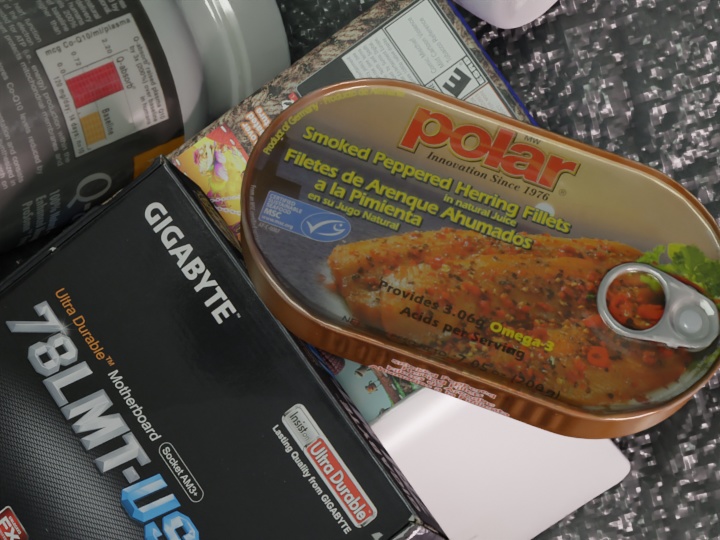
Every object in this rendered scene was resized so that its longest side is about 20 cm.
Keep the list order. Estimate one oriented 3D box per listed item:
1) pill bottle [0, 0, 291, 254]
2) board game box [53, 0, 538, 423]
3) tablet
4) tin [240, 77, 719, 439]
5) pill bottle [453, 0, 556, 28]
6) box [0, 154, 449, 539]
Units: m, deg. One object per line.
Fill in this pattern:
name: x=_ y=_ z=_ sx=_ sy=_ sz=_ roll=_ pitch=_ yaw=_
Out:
pill bottle: x=-0.138 y=-0.078 z=1.045 sx=0.200 sy=0.116 sz=0.116 roll=-24 pitch=74 yaw=-22
board game box: x=0.000 y=0.000 z=1.040 sx=0.200 sy=0.097 sz=0.160 roll=-35 pitch=74 yaw=7
tablet: x=0.010 y=0.112 z=1.008 sx=0.200 sy=0.130 sz=0.014 roll=-36 pitch=48 yaw=6
tin: x=0.049 y=-0.005 z=0.938 sx=0.200 sy=0.042 sz=0.112 roll=20 pitch=71 yaw=1
pill bottle: x=0.016 y=-0.204 z=1.062 sx=0.200 sy=0.112 sz=0.112 roll=35 pitch=91 yaw=16
box: x=-0.098 y=0.090 z=0.959 sx=0.198 sy=0.050 sz=0.200 roll=-38 pitch=66 yaw=6
